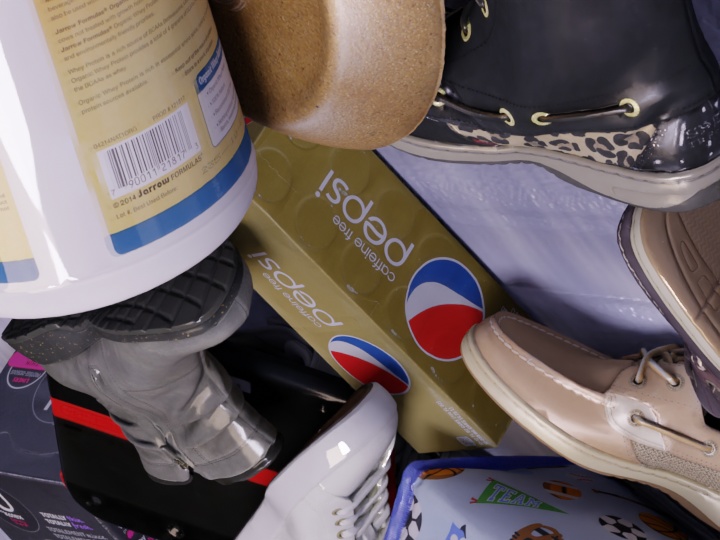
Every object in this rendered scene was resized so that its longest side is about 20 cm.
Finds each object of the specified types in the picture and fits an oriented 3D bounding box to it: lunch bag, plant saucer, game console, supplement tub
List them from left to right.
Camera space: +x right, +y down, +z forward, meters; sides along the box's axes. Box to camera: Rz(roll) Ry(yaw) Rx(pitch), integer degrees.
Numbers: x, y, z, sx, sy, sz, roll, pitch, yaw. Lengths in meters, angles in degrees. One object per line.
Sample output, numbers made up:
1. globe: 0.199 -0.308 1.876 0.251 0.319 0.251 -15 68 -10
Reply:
1. supplement tub: -0.131 -0.099 1.081 0.144 0.145 0.201 8 125 38
2. game console: -0.074 0.093 1.454 0.199 0.031 0.178 17 138 16
3. plant saucer: -0.047 -0.131 1.109 0.200 0.035 0.201 35 143 32
4. lunch bag: 0.129 0.165 1.333 0.199 0.125 0.170 3 -157 -42

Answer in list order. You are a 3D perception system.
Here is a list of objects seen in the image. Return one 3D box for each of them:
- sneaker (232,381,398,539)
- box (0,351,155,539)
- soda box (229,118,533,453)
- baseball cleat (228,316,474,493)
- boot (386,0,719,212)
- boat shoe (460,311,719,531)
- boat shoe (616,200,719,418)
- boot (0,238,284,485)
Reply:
1. sneaker: -0.003 0.122 1.356 0.085 0.073 0.200 42 152 7
2. box: -0.134 0.141 1.651 0.122 0.106 0.200 5 143 43
3. soda box: 0.000 0.000 1.320 0.200 0.068 0.064 45 151 -24
4. baseball cleat: -0.002 0.093 1.473 0.199 0.070 0.107 24 155 13
5. boot: 0.056 -0.113 1.083 0.203 0.074 0.154 18 144 33
6. boat shoe: 0.144 0.065 1.297 0.199 0.071 0.065 28 115 -2
7. boat shoe: 0.173 0.037 1.204 0.200 0.072 0.065 39 148 -27
8. boot: -0.079 0.048 1.336 0.131 0.068 0.200 44 153 -21
